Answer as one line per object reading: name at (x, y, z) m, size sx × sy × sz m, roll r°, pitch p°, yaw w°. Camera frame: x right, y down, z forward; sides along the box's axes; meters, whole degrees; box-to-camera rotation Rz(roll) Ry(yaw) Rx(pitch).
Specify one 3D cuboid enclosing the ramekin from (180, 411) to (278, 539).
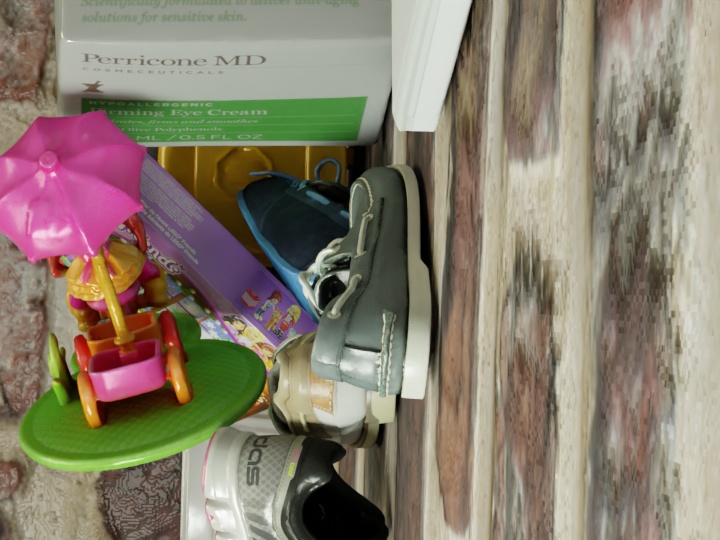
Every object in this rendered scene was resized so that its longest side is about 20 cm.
ramekin at (-0.087, 0.173, 2.278) m, size 0.200 × 0.105 × 0.200 m, roll -179°, pitch 90°, yaw -85°

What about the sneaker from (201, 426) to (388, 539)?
sneaker at (-0.021, 0.175, 1.636) m, size 0.074 × 0.087 × 0.200 m, roll -51°, pitch -53°, yaw -57°

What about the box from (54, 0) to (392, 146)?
box at (-0.080, -0.190, 1.696) m, size 0.171 × 0.199 × 0.200 m, roll 104°, pitch 164°, yaw -69°

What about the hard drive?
hard drive at (0.035, -0.163, 1.325) m, size 0.200 × 0.026 × 0.132 m, roll 102°, pitch 169°, yaw -69°

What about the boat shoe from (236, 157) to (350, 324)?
boat shoe at (-0.020, -0.017, 1.737) m, size 0.084 × 0.069 × 0.200 m, roll 57°, pitch 178°, yaw -25°

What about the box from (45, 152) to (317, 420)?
box at (-0.117, 0.008, 1.817) m, size 0.039 × 0.200 × 0.137 m, roll -52°, pitch 14°, yaw -29°

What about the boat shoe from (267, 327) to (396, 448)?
boat shoe at (-0.020, 0.063, 1.677) m, size 0.200 × 0.068 × 0.075 m, roll 114°, pitch 157°, yaw -79°

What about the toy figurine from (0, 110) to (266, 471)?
toy figurine at (-0.150, -0.010, 1.683) m, size 0.200 × 0.150 × 0.184 m, roll -104°, pitch -1°, yaw -68°

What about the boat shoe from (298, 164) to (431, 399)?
boat shoe at (0.000, 0.000, 1.481) m, size 0.200 × 0.062 × 0.073 m, roll -97°, pitch 9°, yaw -61°

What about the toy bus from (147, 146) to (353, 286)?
toy bus at (-0.096, -0.052, 1.927) m, size 0.200 × 0.192 × 0.136 m, roll 125°, pitch 145°, yaw -84°
